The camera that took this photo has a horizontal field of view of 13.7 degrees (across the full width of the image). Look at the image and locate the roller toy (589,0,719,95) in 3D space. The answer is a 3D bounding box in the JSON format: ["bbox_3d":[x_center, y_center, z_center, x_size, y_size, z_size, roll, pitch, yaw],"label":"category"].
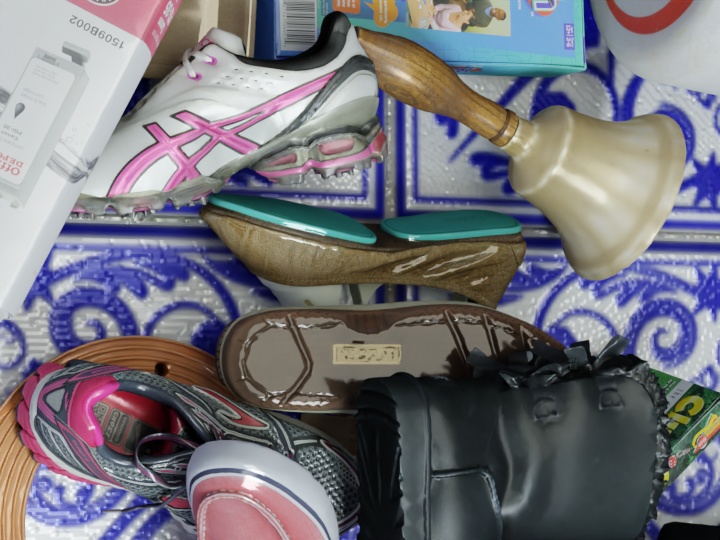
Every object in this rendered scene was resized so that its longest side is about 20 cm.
[{"bbox_3d":[0.227,-0.189,1.713,0.139,0.200,0.183,8,94,-27],"label":"roller toy"}]

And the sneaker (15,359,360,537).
[{"bbox_3d":[-0.082,0.103,1.579,0.199,0.075,0.081,17,80,-25],"label":"sneaker"}]

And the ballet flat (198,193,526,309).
[{"bbox_3d":[0.000,0.000,1.661,0.199,0.068,0.073,3,106,-30],"label":"ballet flat"}]

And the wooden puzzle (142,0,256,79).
[{"bbox_3d":[-0.152,-0.198,1.603,0.199,0.037,0.186,3,87,-20],"label":"wooden puzzle"}]

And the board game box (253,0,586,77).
[{"bbox_3d":[0.030,-0.188,1.688,0.199,0.045,0.153,0,86,-26],"label":"board game box"}]

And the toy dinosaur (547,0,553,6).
[{"bbox_3d":[0.081,-0.228,1.608,0.181,0.105,0.201,-25,104,-9],"label":"toy dinosaur"}]

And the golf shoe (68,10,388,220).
[{"bbox_3d":[-0.088,-0.082,1.593,0.199,0.073,0.092,-14,102,-14],"label":"golf shoe"}]

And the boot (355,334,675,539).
[{"bbox_3d":[0.080,0.133,1.574,0.162,0.073,0.199,-4,99,-25],"label":"boot"}]

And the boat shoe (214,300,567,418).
[{"bbox_3d":[0.019,0.050,1.624,0.201,0.075,0.075,10,87,-15],"label":"boat shoe"}]

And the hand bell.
[{"bbox_3d":[0.073,-0.082,1.664,0.200,0.104,0.104,27,76,-27],"label":"hand bell"}]

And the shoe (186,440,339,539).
[{"bbox_3d":[-0.048,0.176,1.538,0.200,0.071,0.091,70,26,-50],"label":"shoe"}]

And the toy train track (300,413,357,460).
[{"bbox_3d":[0.066,0.102,1.655,0.199,0.033,0.115,4,67,8],"label":"toy train track"}]

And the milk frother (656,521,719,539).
[{"bbox_3d":[0.285,0.142,1.719,0.180,0.188,0.200,39,71,-21],"label":"milk frother"}]

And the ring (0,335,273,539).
[{"bbox_3d":[-0.122,0.135,1.609,0.200,0.019,0.201,2,85,-26],"label":"ring"}]

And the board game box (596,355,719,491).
[{"bbox_3d":[0.109,0.127,1.678,0.200,0.105,0.024,-42,123,-21],"label":"board game box"}]

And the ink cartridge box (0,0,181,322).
[{"bbox_3d":[-0.195,-0.094,1.512,0.146,0.083,0.201,27,84,-2],"label":"ink cartridge box"}]
